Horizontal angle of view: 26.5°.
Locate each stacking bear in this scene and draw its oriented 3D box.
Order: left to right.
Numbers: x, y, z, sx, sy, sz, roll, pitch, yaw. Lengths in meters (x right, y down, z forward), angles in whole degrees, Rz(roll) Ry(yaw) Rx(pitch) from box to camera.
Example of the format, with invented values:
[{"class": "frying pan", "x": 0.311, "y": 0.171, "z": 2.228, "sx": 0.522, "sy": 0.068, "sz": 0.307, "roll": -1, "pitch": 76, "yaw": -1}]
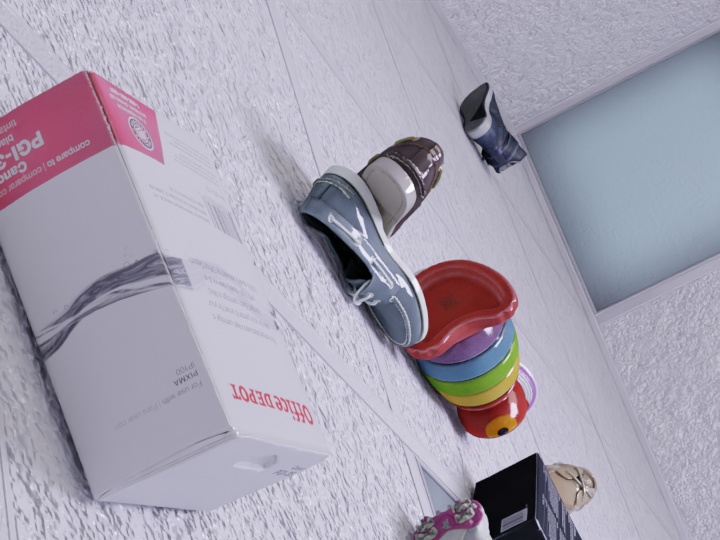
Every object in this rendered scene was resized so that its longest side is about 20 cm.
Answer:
[{"class": "stacking bear", "x": 0.117, "y": 0.096, "z": 1.564, "sx": 0.201, "sy": 0.121, "sz": 0.114, "roll": 65, "pitch": -3, "yaw": -40}]

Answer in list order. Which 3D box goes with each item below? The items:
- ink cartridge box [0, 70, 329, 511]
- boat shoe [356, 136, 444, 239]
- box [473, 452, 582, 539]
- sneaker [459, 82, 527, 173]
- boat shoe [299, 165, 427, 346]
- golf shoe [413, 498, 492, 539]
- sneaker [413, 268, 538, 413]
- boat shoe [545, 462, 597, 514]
[{"class": "ink cartridge box", "x": -0.107, "y": 0.017, "z": 0.789, "sx": 0.201, "sy": 0.082, "sz": 0.146, "roll": 67, "pitch": 12, "yaw": 17}, {"class": "boat shoe", "x": 0.024, "y": -0.074, "z": 1.428, "sx": 0.072, "sy": 0.059, "sz": 0.200, "roll": 51, "pitch": -19, "yaw": 0}, {"class": "box", "x": 0.166, "y": 0.276, "z": 1.443, "sx": 0.142, "sy": 0.079, "sz": 0.200, "roll": 60, "pitch": 11, "yaw": -5}, {"class": "sneaker", "x": 0.272, "y": -0.285, "z": 3.111, "sx": 0.146, "sy": 0.077, "sz": 0.203, "roll": 46, "pitch": 28, "yaw": -24}, {"class": "boat shoe", "x": 0.000, "y": 0.000, "z": 1.412, "sx": 0.062, "sy": 0.073, "sz": 0.201, "roll": -46, "pitch": 126, "yaw": -32}, {"class": "golf shoe", "x": 0.085, "y": 0.250, "z": 1.160, "sx": 0.200, "sy": 0.075, "sz": 0.092, "roll": -74, "pitch": 140, "yaw": -72}, {"class": "sneaker", "x": 0.108, "y": 0.084, "z": 1.683, "sx": 0.200, "sy": 0.075, "sz": 0.100, "roll": 53, "pitch": -16, "yaw": -14}, {"class": "boat shoe", "x": 0.251, "y": 0.265, "z": 1.873, "sx": 0.072, "sy": 0.065, "sz": 0.200, "roll": 66, "pitch": 12, "yaw": 14}]
